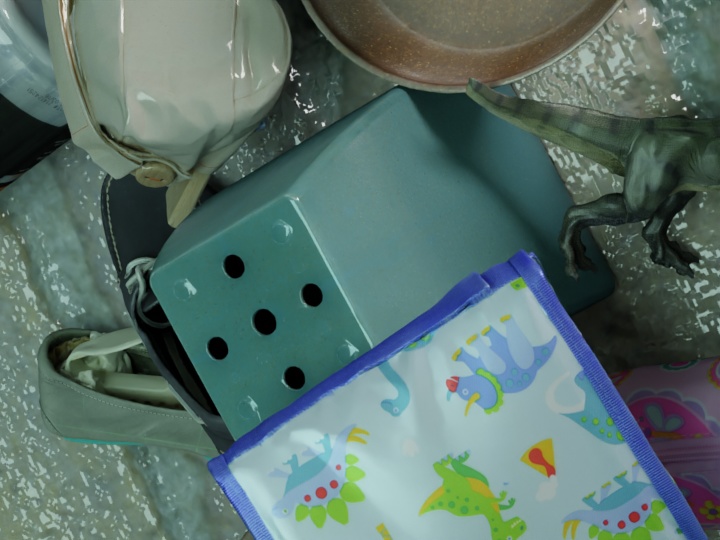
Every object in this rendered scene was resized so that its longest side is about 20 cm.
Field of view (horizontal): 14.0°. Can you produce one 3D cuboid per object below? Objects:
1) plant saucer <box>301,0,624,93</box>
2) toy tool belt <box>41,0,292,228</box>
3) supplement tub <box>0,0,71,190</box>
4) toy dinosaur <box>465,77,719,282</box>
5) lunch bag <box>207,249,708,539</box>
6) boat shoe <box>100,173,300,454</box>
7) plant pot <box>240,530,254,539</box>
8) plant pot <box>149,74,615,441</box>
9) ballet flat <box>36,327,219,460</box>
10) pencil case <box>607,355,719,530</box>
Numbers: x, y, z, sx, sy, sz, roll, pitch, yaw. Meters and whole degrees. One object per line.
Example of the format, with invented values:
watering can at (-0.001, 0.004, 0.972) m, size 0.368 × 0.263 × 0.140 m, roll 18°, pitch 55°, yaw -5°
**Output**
plant saucer at (0.058, -0.178, 1.371) m, size 0.199 × 0.037 × 0.202 m, roll -5°, pitch 80°, yaw 26°
toy tool belt at (-0.095, -0.133, 1.432) m, size 0.124 × 0.123 × 0.201 m, roll -3°, pitch 68°, yaw -8°
supplement tub at (-0.219, -0.090, 1.506) m, size 0.200 × 0.122 × 0.123 m, roll -34°, pitch 88°, yaw 28°
toy dinosaur at (0.134, -0.039, 1.368) m, size 0.199 × 0.048 × 0.089 m, roll 9°, pitch 121°, yaw -12°
lunch bag at (0.050, 0.110, 1.287) m, size 0.170 × 0.128 × 0.200 m, roll -34°, pitch 118°, yaw 0°
boat shoe at (-0.083, 0.011, 1.462) m, size 0.072 × 0.063 × 0.201 m, roll -33°, pitch 59°, yaw 8°
plant pot at (-0.009, 0.209, 1.455) m, size 0.199 × 0.174 × 0.202 m, roll 7°, pitch 105°, yaw 25°
plant pot at (0.000, 0.000, 1.380) m, size 0.141 × 0.200 × 0.142 m, roll -29°, pitch 90°, yaw 28°
ballet flat at (-0.081, 0.063, 1.508) m, size 0.199 × 0.067 × 0.064 m, roll 5°, pitch 117°, yaw 26°
pencil case at (0.150, 0.085, 1.396) m, size 0.199 × 0.087 × 0.088 m, roll -8°, pitch 100°, yaw 26°
